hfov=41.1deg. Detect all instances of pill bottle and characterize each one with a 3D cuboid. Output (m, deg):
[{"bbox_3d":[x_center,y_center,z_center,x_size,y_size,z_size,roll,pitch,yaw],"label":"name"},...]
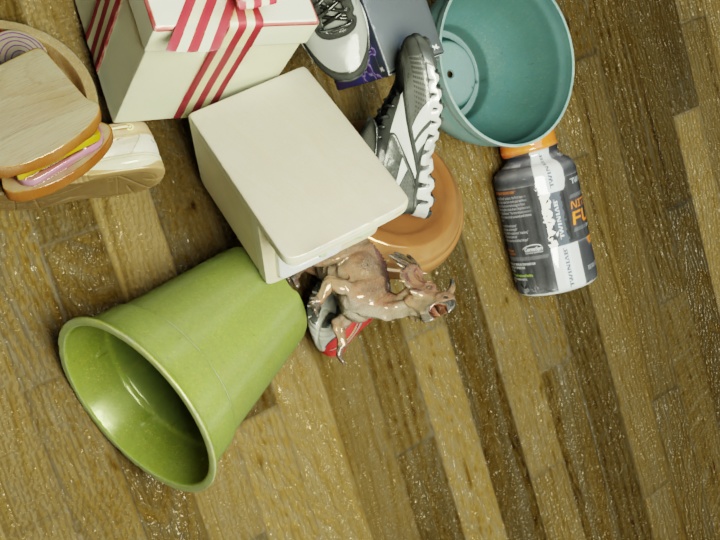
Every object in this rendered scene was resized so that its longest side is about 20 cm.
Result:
[{"bbox_3d":[0.229,-0.076,1.212,0.106,0.106,0.201,-19,100,-31],"label":"pill bottle"}]

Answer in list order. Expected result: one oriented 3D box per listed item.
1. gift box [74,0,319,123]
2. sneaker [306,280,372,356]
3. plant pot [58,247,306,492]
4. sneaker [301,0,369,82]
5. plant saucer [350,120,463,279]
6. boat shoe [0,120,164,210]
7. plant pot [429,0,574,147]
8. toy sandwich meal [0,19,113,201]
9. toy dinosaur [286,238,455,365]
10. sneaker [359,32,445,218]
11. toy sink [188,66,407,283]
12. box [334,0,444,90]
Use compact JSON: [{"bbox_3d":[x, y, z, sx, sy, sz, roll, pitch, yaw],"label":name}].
[{"bbox_3d":[-0.166,-0.248,0.887,0.199,0.187,0.186,-17,76,-34],"label":"gift box"},{"bbox_3d":[-0.002,0.014,1.096,0.200,0.077,0.085,-53,153,-34],"label":"sneaker"},{"bbox_3d":[-0.156,0.076,0.940,0.190,0.199,0.201,-44,112,-38],"label":"plant pot"},{"bbox_3d":[-0.040,-0.278,0.929,0.073,0.079,0.201,-16,112,3],"label":"sneaker"},{"bbox_3d":[0.030,-0.088,1.077,0.199,0.037,0.201,10,61,-19],"label":"plant saucer"},{"bbox_3d":[-0.290,-0.106,0.912,0.199,0.074,0.070,-8,71,-24],"label":"boat shoe"},{"bbox_3d":[0.135,-0.239,1.135,0.199,0.134,0.202,0,90,-31],"label":"plant pot"},{"bbox_3d":[-0.321,-0.151,0.842,0.204,0.070,0.207,6,64,-13],"label":"toy sandwich meal"},{"bbox_3d":[0.000,0.000,0.984,0.135,0.086,0.200,-33,71,-9],"label":"toy dinosaur"},{"bbox_3d":[0.035,-0.142,0.989,0.090,0.067,0.201,-6,121,-13],"label":"sneaker"},{"bbox_3d":[-0.059,-0.073,0.918,0.130,0.112,0.200,-27,60,-18],"label":"toy sink"},{"bbox_3d":[-0.003,-0.309,1.041,0.079,0.141,0.201,-27,103,-23],"label":"box"}]
